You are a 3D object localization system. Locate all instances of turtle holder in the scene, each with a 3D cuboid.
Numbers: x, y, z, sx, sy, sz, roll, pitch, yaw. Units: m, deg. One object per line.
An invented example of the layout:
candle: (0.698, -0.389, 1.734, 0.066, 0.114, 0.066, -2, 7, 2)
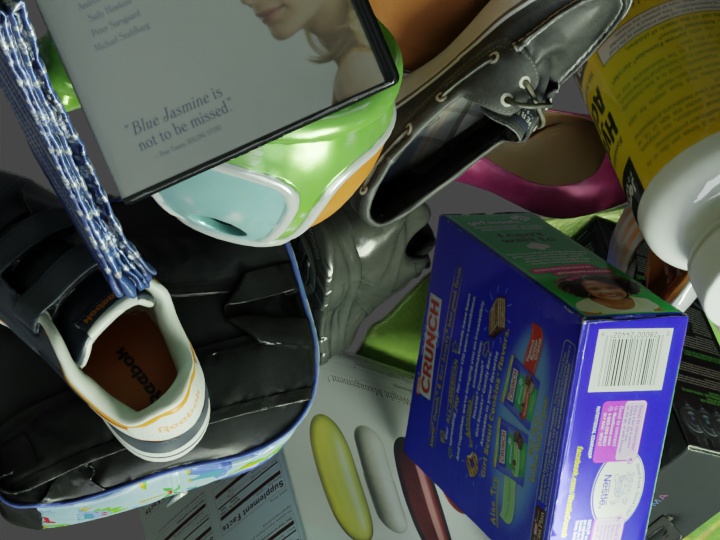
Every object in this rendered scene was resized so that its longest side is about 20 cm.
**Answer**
turtle holder: (-0.075, -0.085, 0.952, 0.183, 0.142, 0.133, 0, 133, -13)

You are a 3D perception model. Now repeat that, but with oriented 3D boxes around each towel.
towel: (-0.159, -0.091, 0.901, 0.024, 0.145, 0.201, -28, 139, -10)

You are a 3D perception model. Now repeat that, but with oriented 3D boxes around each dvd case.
dvd case: (-0.084, -0.150, 0.854, 0.142, 0.202, 0.018, -23, -176, 7)

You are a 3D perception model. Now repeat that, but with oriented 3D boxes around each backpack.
backpack: (-0.129, 0.047, 1.089, 0.198, 0.185, 0.147, -12, 167, -7)

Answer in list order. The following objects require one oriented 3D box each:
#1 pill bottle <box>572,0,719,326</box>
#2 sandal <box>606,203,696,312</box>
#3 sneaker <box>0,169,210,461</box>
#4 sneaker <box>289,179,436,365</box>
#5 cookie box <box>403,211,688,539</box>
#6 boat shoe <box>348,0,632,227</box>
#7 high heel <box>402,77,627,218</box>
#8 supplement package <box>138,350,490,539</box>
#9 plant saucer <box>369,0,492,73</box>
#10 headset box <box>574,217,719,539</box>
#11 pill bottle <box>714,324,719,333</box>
pill bottle: (0.197, -0.071, 1.052, 0.110, 0.201, 0.112, -12, 144, -9)
sandal: (0.185, -0.019, 1.176, 0.059, 0.207, 0.079, 37, 106, -3)
sneaker: (-0.152, 0.010, 0.981, 0.078, 0.200, 0.080, -44, 171, -17)
sneaker: (0.000, 0.000, 1.141, 0.090, 0.077, 0.200, -22, 169, -12)
cookie box: (0.108, 0.072, 1.157, 0.074, 0.200, 0.173, 0, 109, -24)
boat shoe: (0.070, -0.093, 1.013, 0.199, 0.067, 0.070, -32, 142, 12)
high heel: (0.100, -0.083, 1.111, 0.198, 0.068, 0.096, 4, 152, -8)
supplement package: (-0.030, 0.172, 1.264, 0.190, 0.201, 0.147, 19, 131, -41)
plant saucer: (0.065, -0.172, 1.000, 0.198, 0.038, 0.201, -12, 144, -9)
headset box: (0.164, 0.102, 1.269, 0.092, 0.201, 0.174, 16, 132, -38)
pill bottle: (0.313, 0.002, 1.236, 0.109, 0.110, 0.199, -42, 162, 29)
